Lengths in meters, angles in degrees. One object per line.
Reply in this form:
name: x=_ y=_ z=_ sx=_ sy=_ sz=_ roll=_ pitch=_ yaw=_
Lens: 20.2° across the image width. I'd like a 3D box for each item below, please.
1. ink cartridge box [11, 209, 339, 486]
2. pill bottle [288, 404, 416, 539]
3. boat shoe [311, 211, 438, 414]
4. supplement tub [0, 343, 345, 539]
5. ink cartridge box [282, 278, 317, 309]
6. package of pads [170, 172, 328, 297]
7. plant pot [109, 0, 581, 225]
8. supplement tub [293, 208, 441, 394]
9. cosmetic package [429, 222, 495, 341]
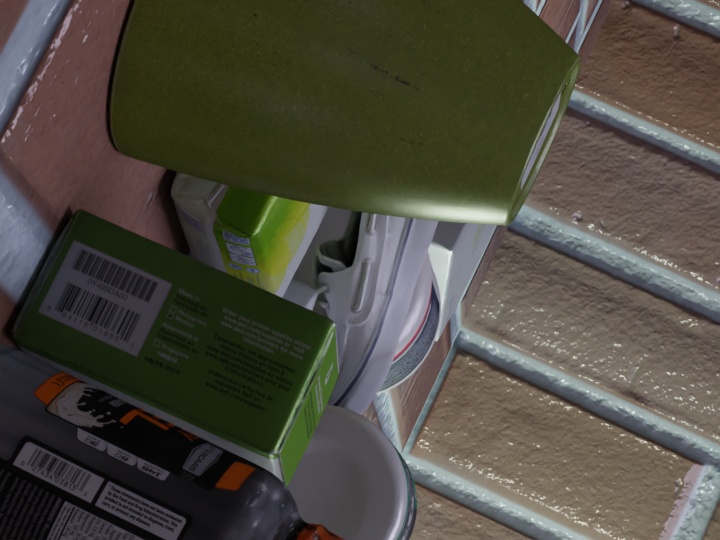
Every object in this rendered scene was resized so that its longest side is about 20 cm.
ink cartridge box: x=-0.090 y=0.056 z=1.080 sx=0.200 sy=0.147 sz=0.076 roll=87 pitch=28 yaw=-74
pill bottle: x=-0.020 y=0.151 z=1.321 sx=0.200 sy=0.113 sz=0.114 roll=66 pitch=49 yaw=-81
boat shoe: x=0.000 y=0.000 z=1.319 sx=0.074 sy=0.065 sz=0.201 roll=-113 pitch=-142 yaw=-68
supplement tub: x=-0.115 y=0.125 z=0.936 sx=0.123 sy=0.199 sz=0.123 roll=-65 pitch=172 yaw=0
ink cartridge box: x=-0.109 y=0.107 z=1.318 sx=0.145 sy=0.083 sz=0.201 roll=-57 pitch=168 yaw=-48
package of pads: x=-0.043 y=-0.091 z=1.236 sx=0.155 sy=0.068 sz=0.201 roll=83 pitch=32 yaw=-72
plant pot: x=0.003 y=-0.104 z=1.032 sx=0.188 sy=0.199 sz=0.187 roll=-62 pitch=171 yaw=-17
supplement tub: x=-0.013 y=0.020 z=1.483 sx=0.200 sy=0.140 sz=0.141 roll=64 pitch=51 yaw=-79
cosmetic package: x=0.062 y=-0.078 z=1.750 sx=0.201 sy=0.122 sz=0.200 roll=-61 pitch=170 yaw=-21
